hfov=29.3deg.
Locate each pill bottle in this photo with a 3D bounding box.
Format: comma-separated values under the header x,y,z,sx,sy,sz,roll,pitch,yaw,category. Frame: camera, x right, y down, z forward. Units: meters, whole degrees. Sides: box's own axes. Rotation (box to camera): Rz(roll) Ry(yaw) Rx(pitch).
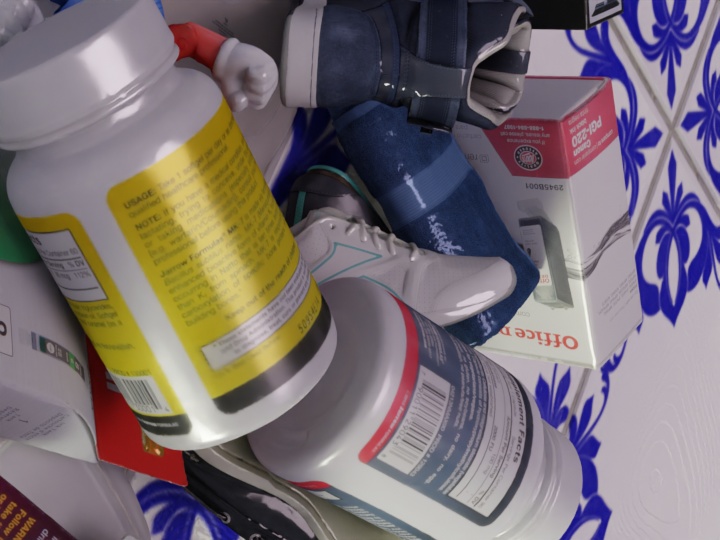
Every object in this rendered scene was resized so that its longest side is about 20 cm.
x,y,z,sx,sy,sz,roll,pitch,yaw,category
-0.099,-0.025,0.667,0.114,0.113,0.202,-45,121,-37,pill bottle
0.039,0.099,0.821,0.199,0.119,0.121,34,70,-36,pill bottle

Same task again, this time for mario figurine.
x,y,z,sx,sy,sz,roll,pitch,yaw,category
-0.118,-0.118,0.726,0.106,0.122,0.203,-61,136,-67,mario figurine

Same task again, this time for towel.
x,y,z,sx,sy,sz,roll,pitch,yaw,category
0.051,-0.050,0.948,0.202,0.048,0.112,61,29,-7,towel

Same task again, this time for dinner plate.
x,y,z,sx,sy,sz,roll,pitch,yaw,category
-0.090,-0.142,0.844,0.199,0.024,0.204,-12,106,-51,dinner plate

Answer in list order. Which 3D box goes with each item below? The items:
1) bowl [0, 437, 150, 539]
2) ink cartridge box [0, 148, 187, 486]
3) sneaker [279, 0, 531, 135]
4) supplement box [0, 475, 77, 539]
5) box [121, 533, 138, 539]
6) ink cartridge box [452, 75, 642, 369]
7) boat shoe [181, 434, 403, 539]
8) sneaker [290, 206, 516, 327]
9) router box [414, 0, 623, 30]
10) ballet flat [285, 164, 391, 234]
x,y,z,sx,sy,sz,roll,pitch,yaw,category
-0.197,0.147,0.720,0.200,0.074,0.202,-47,130,-35,bowl
-0.152,0.012,0.708,0.199,0.050,0.163,27,42,-48,ink cartridge box
0.030,-0.141,0.849,0.203,0.144,0.078,-86,178,-65,sneaker
-0.221,0.100,0.578,0.200,0.110,0.086,42,59,-10,supplement box
-0.107,0.244,0.759,0.125,0.097,0.201,-55,163,-19,box
0.122,-0.038,1.039,0.085,0.144,0.203,-40,126,-42,ink cartridge box
-0.050,0.141,0.838,0.199,0.066,0.075,37,39,-33,boat shoe
0.000,0.000,0.870,0.070,0.197,0.082,-93,178,-85,sneaker
0.067,-0.239,0.886,0.052,0.198,0.160,-29,119,-45,router box
0.012,0.005,0.969,0.200,0.072,0.074,41,65,-41,ballet flat
